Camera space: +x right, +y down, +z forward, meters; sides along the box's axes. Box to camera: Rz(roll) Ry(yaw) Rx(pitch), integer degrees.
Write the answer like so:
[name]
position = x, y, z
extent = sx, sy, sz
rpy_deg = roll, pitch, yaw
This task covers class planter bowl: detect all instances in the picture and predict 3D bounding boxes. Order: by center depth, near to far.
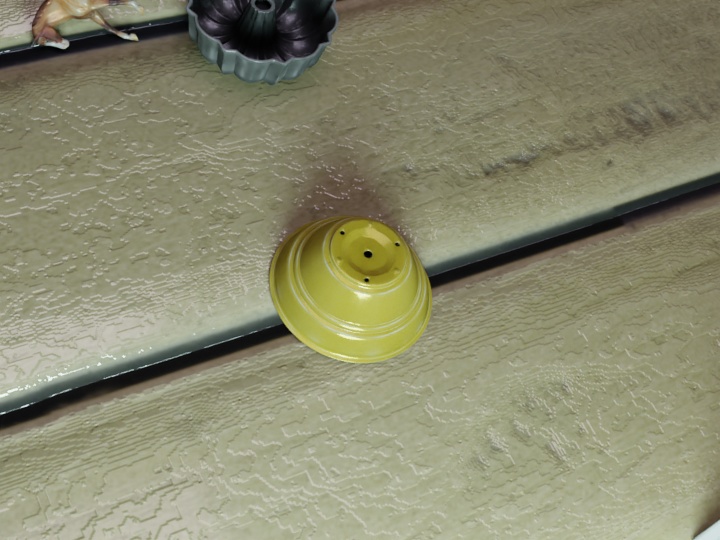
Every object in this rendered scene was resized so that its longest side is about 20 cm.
[planter bowl]
position = 0.000, 0.000, 1.406
extent = 0.200, 0.084, 0.201
rpy_deg = 8, 57, -13

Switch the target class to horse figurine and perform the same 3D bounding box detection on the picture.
[horse figurine]
position = -0.331, -0.368, 1.505
extent = 0.132, 0.201, 0.050
rpy_deg = 7, 19, -16

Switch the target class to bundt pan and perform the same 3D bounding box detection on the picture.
[bundt pan]
position = -0.134, -0.321, 1.574
extent = 0.201, 0.076, 0.202
rpy_deg = 8, 56, -13

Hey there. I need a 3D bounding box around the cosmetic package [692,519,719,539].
[cosmetic package]
position = 0.492, 0.317, 1.284
extent = 0.123, 0.200, 0.200
rpy_deg = -21, 67, -27
